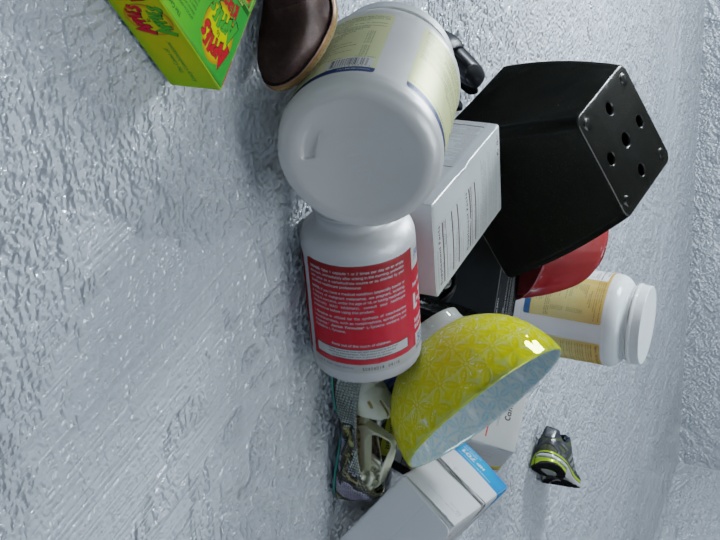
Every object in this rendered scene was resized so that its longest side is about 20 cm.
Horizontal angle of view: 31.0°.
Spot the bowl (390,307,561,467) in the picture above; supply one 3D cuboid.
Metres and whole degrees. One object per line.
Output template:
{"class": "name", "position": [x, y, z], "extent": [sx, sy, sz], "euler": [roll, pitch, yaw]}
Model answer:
{"class": "bowl", "position": [0.100, 0.104, 1.360], "extent": [0.200, 0.108, 0.200], "euler": [-34, 163, -12]}

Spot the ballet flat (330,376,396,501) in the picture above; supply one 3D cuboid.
{"class": "ballet flat", "position": [0.008, 0.162, 1.405], "extent": [0.072, 0.072, 0.200], "euler": [-39, 134, -58]}

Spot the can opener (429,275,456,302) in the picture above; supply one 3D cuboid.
{"class": "can opener", "position": [0.090, -0.035, 1.539], "extent": [0.063, 0.079, 0.200], "euler": [26, 66, -24]}

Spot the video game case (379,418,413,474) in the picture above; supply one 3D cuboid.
{"class": "video game case", "position": [0.082, 0.171, 1.643], "extent": [0.200, 0.025, 0.181], "euler": [44, 58, -63]}

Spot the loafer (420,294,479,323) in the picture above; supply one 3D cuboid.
{"class": "loafer", "position": [0.067, 0.062, 1.441], "extent": [0.201, 0.068, 0.070], "euler": [21, 99, -38]}

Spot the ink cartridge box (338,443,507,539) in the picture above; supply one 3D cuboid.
{"class": "ink cartridge box", "position": [0.068, 0.289, 1.497], "extent": [0.146, 0.086, 0.200], "euler": [-47, 164, 18]}

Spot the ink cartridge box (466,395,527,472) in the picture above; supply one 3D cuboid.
{"class": "ink cartridge box", "position": [0.162, 0.190, 1.653], "extent": [0.200, 0.067, 0.117], "euler": [108, -2, -64]}

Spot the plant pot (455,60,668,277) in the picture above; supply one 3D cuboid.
{"class": "plant pot", "position": [0.243, -0.137, 1.539], "extent": [0.200, 0.177, 0.200], "euler": [-48, 115, -40]}

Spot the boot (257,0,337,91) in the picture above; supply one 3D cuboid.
{"class": "boot", "position": [-0.082, -0.263, 1.056], "extent": [0.166, 0.072, 0.200], "euler": [22, 82, -53]}

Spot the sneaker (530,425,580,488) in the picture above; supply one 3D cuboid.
{"class": "sneaker", "position": [0.358, 0.338, 2.323], "extent": [0.200, 0.074, 0.081], "euler": [54, 46, -62]}

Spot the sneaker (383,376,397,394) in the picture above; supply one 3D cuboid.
{"class": "sneaker", "position": [0.071, 0.130, 1.510], "extent": [0.077, 0.085, 0.200], "euler": [-39, 146, 9]}

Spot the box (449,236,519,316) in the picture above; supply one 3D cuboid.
{"class": "box", "position": [0.162, -0.018, 1.684], "extent": [0.141, 0.079, 0.200], "euler": [8, 91, -76]}

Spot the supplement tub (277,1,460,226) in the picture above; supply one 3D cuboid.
{"class": "supplement tub", "position": [0.014, -0.148, 1.168], "extent": [0.200, 0.145, 0.145], "euler": [-72, 160, -55]}

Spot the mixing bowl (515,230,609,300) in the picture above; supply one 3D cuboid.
{"class": "mixing bowl", "position": [0.269, -0.052, 1.773], "extent": [0.200, 0.108, 0.200], "euler": [-172, -90, -73]}

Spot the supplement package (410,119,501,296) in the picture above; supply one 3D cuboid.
{"class": "supplement package", "position": [0.066, -0.074, 1.392], "extent": [0.200, 0.114, 0.110], "euler": [-49, 141, -50]}

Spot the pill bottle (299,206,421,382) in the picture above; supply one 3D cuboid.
{"class": "pill bottle", "position": [0.000, 0.000, 1.263], "extent": [0.112, 0.112, 0.200], "euler": [-51, 144, -50]}

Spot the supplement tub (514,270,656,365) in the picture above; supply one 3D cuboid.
{"class": "supplement tub", "position": [0.345, 0.069, 2.010], "extent": [0.145, 0.200, 0.145], "euler": [10, 90, -68]}

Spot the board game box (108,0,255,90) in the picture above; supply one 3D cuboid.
{"class": "board game box", "position": [-0.140, -0.227, 0.920], "extent": [0.200, 0.048, 0.102], "euler": [56, 48, -59]}

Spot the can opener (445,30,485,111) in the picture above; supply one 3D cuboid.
{"class": "can opener", "position": [0.102, -0.220, 1.493], "extent": [0.063, 0.079, 0.200], "euler": [-38, 169, 2]}
